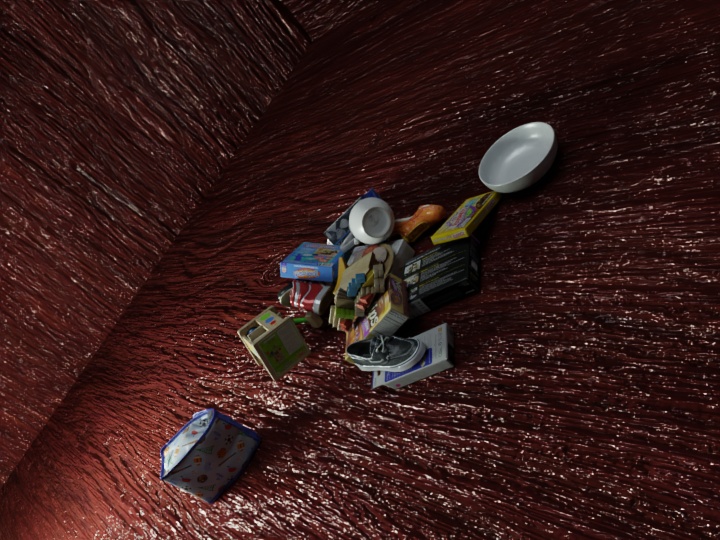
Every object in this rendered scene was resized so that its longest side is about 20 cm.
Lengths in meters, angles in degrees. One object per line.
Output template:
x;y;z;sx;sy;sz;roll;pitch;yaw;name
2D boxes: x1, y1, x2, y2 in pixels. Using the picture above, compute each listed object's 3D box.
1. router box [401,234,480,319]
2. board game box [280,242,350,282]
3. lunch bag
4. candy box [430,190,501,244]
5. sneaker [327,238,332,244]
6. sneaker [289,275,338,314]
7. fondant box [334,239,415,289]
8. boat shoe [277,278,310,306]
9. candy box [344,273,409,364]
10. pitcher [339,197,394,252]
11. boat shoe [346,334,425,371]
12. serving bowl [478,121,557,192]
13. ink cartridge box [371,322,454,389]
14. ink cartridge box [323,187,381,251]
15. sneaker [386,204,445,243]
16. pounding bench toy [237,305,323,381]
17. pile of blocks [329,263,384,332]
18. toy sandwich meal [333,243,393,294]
0.182;0.012;1.346;0.198;0.051;0.151;-27;36;36;router box
-0.122;-0.027;1.637;0.148;0.046;0.200;6;20;13;board game box
-0.371;0.446;1.445;0.200;0.170;0.124;-44;35;7;lunch bag
0.253;-0.127;1.377;0.101;0.027;0.200;-17;20;45;candy box
-0.023;-0.142;1.799;0.200;0.075;0.100;-45;10;6;sneaker
-0.124;0.049;1.597;0.110;0.073;0.200;11;25;15;sneaker
0.036;0.000;1.547;0.198;0.058;0.146;-8;48;50;fondant box
-0.159;0.041;1.659;0.199;0.075;0.063;-29;52;-36;boat shoe
0.035;0.118;1.354;0.201;0.056;0.118;-50;24;33;candy box
0.010;-0.114;1.573;0.173;0.120;0.200;-56;13;0;pitcher
0.049;0.171;1.251;0.198;0.068;0.073;-12;44;45;boat shoe
0.383;-0.257;1.384;0.198;0.066;0.202;-32;33;23;serving bowl
0.111;0.191;1.247;0.197;0.037;0.096;-26;37;29;ink cartridge box
-0.007;-0.142;1.727;0.200;0.100;0.039;-44;-3;7;ink cartridge box
0.149;-0.113;1.535;0.198;0.072;0.079;-29;45;44;sneaker
-0.212;0.171;1.596;0.199;0.126;0.155;-37;26;-18;pounding bench toy
-0.012;0.069;1.331;0.201;0.081;0.063;-54;20;26;pile of blocks
0.000;0.000;1.461;0.203;0.070;0.207;-34;31;24;toy sandwich meal
